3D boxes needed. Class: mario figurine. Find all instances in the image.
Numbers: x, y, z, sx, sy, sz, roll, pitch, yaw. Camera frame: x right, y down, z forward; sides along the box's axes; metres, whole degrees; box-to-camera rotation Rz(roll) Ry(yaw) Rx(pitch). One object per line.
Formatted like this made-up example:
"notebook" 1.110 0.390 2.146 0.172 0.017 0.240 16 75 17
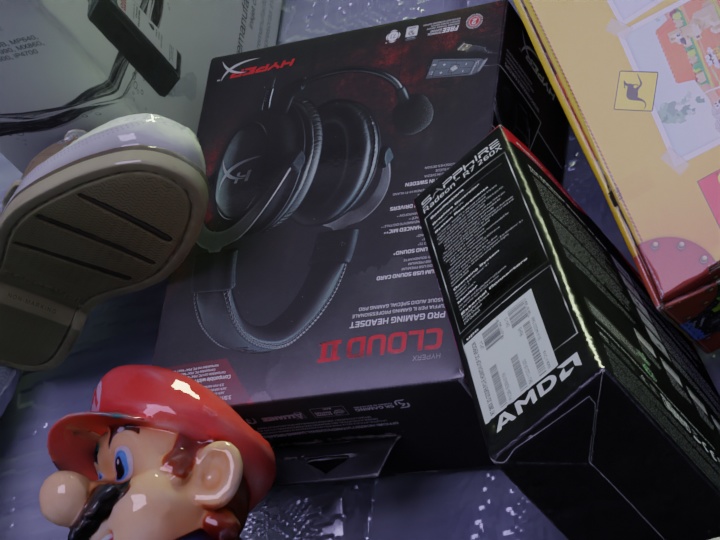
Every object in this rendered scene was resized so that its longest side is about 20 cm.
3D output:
"mario figurine" -0.088 0.126 0.830 0.123 0.106 0.201 -20 56 18

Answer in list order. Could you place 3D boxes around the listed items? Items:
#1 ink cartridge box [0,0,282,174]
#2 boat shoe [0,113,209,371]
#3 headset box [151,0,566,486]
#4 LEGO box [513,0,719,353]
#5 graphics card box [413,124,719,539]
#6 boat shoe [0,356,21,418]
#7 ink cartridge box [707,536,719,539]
"ink cartridge box" -0.122 -0.123 1.007 0.083 0.200 0.145 -9 57 26
"boat shoe" -0.120 -0.025 0.956 0.200 0.074 0.069 -36 36 52
"headset box" 0.000 0.000 0.937 0.148 0.077 0.201 -8 55 27
"LEGO box" 0.149 -0.095 0.872 0.148 0.077 0.201 -28 66 14
"graphics card box" 0.085 0.041 0.780 0.051 0.126 0.200 -39 24 11
"boat shoe" -0.208 0.079 1.014 0.067 0.073 0.201 -54 14 43
"ink cartridge box" 0.158 0.167 0.638 0.175 0.045 0.202 -18 86 24
